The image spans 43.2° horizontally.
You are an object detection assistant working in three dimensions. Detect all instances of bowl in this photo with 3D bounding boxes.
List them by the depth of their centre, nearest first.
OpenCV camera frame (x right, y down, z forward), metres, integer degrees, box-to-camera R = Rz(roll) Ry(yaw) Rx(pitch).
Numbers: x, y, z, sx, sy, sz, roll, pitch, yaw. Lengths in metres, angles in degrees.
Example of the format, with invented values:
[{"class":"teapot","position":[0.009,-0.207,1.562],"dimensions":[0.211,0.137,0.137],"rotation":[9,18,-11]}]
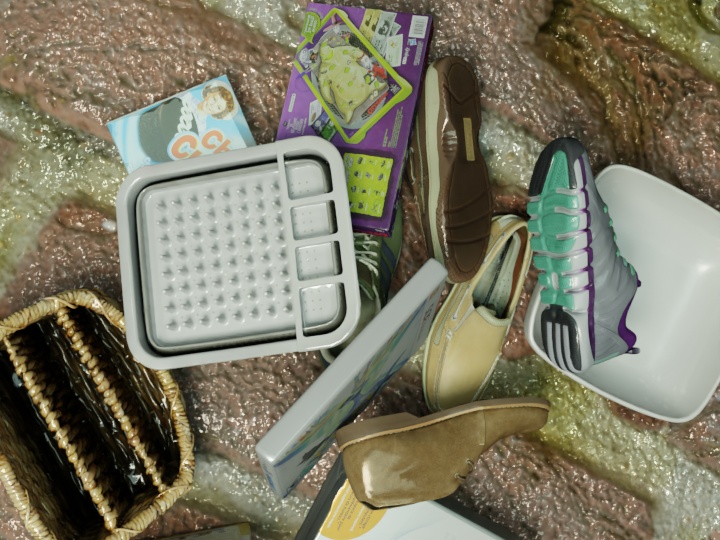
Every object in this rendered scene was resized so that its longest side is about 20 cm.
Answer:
[{"class":"bowl","position":[0.259,0.024,0.862],"dimensions":[0.198,0.075,0.202],"rotation":[27,85,-7]}]

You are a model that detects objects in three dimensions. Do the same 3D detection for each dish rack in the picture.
[{"class":"dish rack","position":[-0.100,-0.012,0.755],"dimensions":[0.197,0.044,0.174],"rotation":[-8,82,8]}]

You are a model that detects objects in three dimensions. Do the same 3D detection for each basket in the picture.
[{"class":"basket","position":[-0.222,0.118,0.751],"dimensions":[0.142,0.149,0.202],"rotation":[-28,93,-7]}]

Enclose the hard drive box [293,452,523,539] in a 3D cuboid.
[{"class":"hard drive box","position":[0.039,0.277,0.828],"dimensions":[0.199,0.077,0.157],"rotation":[29,86,-8]}]

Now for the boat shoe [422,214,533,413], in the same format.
[{"class":"boat shoe","position":[0.109,0.045,0.836],"dimensions":[0.071,0.076,0.202],"rotation":[16,90,-11]}]

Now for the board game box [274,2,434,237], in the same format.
[{"class":"board game box","position":[-0.010,-0.136,0.803],"dimensions":[0.119,0.032,0.202],"rotation":[11,78,9]}]

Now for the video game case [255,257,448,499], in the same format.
[{"class":"video game case","position":[-0.007,0.096,0.753],"dimensions":[0.022,0.183,0.200],"rotation":[40,72,13]}]

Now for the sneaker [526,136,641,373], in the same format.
[{"class":"sneaker","position":[0.199,-0.016,0.789],"dimensions":[0.087,0.074,0.203],"rotation":[-9,102,-22]}]

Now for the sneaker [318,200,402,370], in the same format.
[{"class":"sneaker","position":[0.000,0.000,0.810],"dimensions":[0.066,0.090,0.203],"rotation":[10,88,2]}]

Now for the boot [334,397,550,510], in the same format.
[{"class":"boot","position":[0.080,0.156,0.786],"dimensions":[0.198,0.074,0.076],"rotation":[-9,68,-18]}]

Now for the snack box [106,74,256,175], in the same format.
[{"class":"snack box","position":[-0.134,-0.060,0.820],"dimensions":[0.115,0.037,0.202],"rotation":[-24,93,-9]}]

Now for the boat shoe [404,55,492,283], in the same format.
[{"class":"boat shoe","position":[0.073,-0.089,0.838],"dimensions":[0.074,0.074,0.205],"rotation":[7,81,-41]}]

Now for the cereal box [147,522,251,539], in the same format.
[{"class":"cereal box","position":[-0.155,0.258,0.735],"dimensions":[0.142,0.200,0.040],"rotation":[-7,91,-8]}]
